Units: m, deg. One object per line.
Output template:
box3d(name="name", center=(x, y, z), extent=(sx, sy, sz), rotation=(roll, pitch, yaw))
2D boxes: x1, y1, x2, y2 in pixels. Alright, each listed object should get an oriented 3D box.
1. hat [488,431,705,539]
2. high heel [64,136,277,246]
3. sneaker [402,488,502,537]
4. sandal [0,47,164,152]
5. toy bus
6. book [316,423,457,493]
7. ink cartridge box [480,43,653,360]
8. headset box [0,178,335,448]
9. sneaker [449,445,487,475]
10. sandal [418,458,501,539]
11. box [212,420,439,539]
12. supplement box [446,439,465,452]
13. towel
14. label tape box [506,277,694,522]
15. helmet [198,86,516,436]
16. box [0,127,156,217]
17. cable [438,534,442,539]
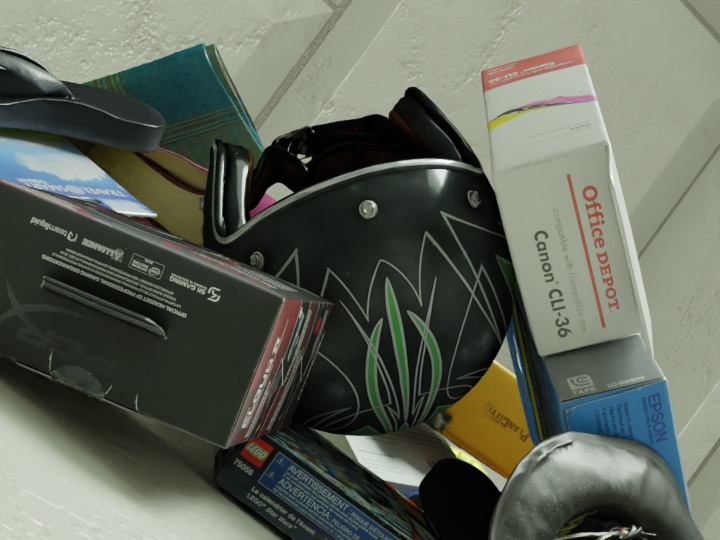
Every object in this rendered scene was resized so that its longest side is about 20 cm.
box3d(name="hat", center=(0.113, 0.188, 0.924), extent=(0.200, 0.202, 0.081), rotation=(37, -39, -26))
box3d(name="high heel", center=(-0.134, -0.052, 1.240), extent=(0.199, 0.068, 0.096), rotation=(16, -13, 40))
box3d(name="sneaker", center=(0.081, 0.181, 1.229), extent=(0.075, 0.079, 0.200), rotation=(36, -1, 33))
box3d(name="sandal", center=(-0.218, -0.122, 1.156), extent=(0.199, 0.043, 0.076), rotation=(8, 23, -38))
box3d(name="toy bus", center=(0.078, 0.092, 1.246), extent=(0.199, 0.065, 0.078), rotation=(35, -4, -21))
box3d(name="book", center=(-0.007, 0.086, 1.268), extent=(0.133, 0.048, 0.201), rotation=(16, 33, -48))
box3d(name="ink cartridge box", center=(0.115, -0.035, 1.004), extent=(0.200, 0.067, 0.117), rotation=(-88, 162, -65))
box3d(name="headset box", center=(-0.102, 0.020, 0.850), extent=(0.148, 0.076, 0.200), rotation=(22, 1, 7))
box3d(name="sneaker", center=(0.003, 0.138, 1.349), extent=(0.199, 0.074, 0.084), rotation=(34, -25, 7))
box3d(name="sandal", center=(0.102, 0.184, 1.027), extent=(0.076, 0.043, 0.201), rotation=(1, 46, -53))
box3d(name="box", center=(-0.019, 0.128, 1.017), extent=(0.137, 0.040, 0.200), rotation=(37, 0, -6))
box3d(name="supplement box", center=(0.001, 0.101, 1.458), extent=(0.199, 0.109, 0.061), rotation=(36, 0, 1))
box3d(name="towel", center=(-0.175, -0.091, 1.329), extent=(0.147, 0.198, 0.022), rotation=(64, 14, -48))
box3d(name="label tape box", center=(0.137, 0.084, 1.057), extent=(0.200, 0.063, 0.145), rotation=(-106, -179, -64))
box3d(name="helmet", center=(0.000, 0.000, 1.038), extent=(0.200, 0.200, 0.191), rotation=(37, 18, -37))
box3d(name="box", center=(-0.237, -0.067, 1.148), extent=(0.121, 0.048, 0.200), rotation=(1, 29, -47))
box3d(name="cable", center=(0.109, 0.210, 1.068), extent=(0.200, 0.050, 0.097), rotation=(43, 2, 36))
